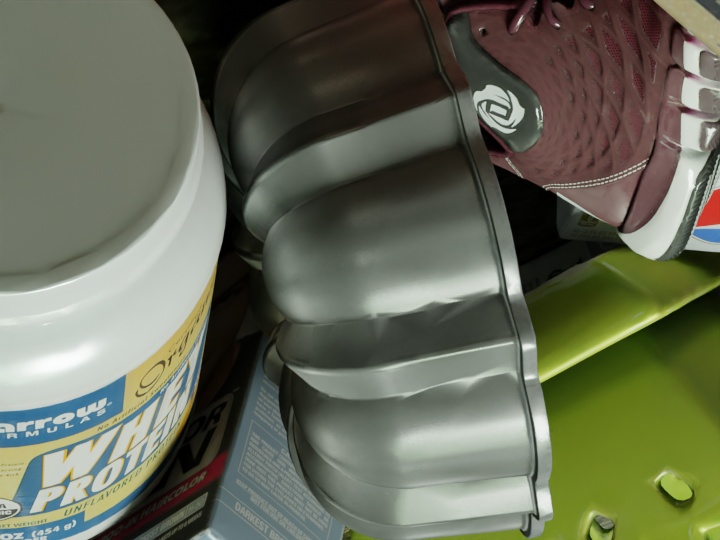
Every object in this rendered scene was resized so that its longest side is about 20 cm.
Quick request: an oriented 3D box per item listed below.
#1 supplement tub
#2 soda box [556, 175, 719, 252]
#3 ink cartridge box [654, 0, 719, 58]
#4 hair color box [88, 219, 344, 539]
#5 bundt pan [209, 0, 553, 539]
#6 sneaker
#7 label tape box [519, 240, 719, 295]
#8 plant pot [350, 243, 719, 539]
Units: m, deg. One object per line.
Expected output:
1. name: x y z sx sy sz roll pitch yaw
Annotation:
1. supplement tub: -0.118 -0.003 0.801 0.143 0.146 0.200 -12 156 -13
2. soda box: 0.178 -0.047 0.955 0.198 0.064 0.068 4 152 -10
3. ink cartridge box: 0.095 -0.120 0.518 0.164 0.200 0.075 39 122 -12
4. hair color box: -0.050 0.063 0.932 0.099 0.201 0.061 -34 116 33
5. bundt pan: 0.000 0.000 0.818 0.075 0.203 0.202 -15 156 -6
6. sneaker: 0.082 -0.102 0.827 0.076 0.115 0.201 -52 160 -54
7. label tape box: 0.144 0.025 1.148 0.199 0.067 0.143 -29 153 19
8. plant pot: 0.098 0.096 0.998 0.198 0.182 0.200 -30 175 21
